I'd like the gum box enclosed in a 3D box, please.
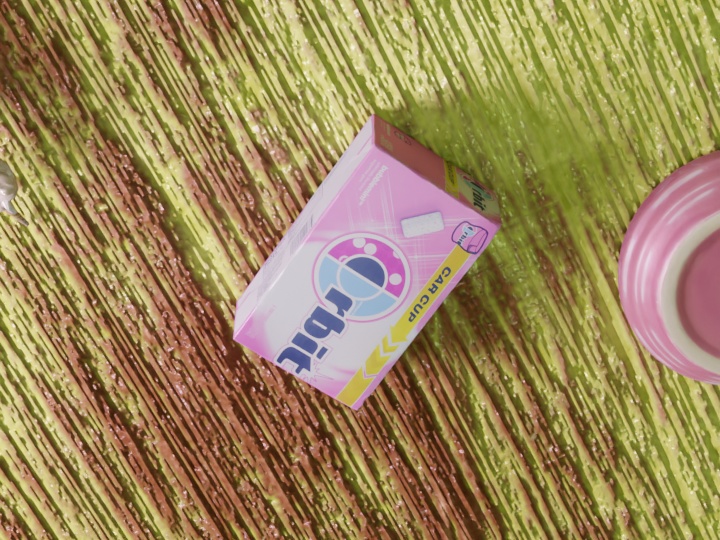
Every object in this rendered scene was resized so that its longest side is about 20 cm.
[{"bbox_3d":[0.000,0.000,1.363,0.113,0.066,0.200,32,111,-14],"label":"gum box"}]

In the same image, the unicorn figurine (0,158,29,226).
[{"bbox_3d":[-0.323,-0.101,1.297,0.137,0.074,0.201,-12,111,-8],"label":"unicorn figurine"}]

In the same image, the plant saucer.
[{"bbox_3d":[0.297,0.005,1.387,0.199,0.051,0.201,0,116,-1],"label":"plant saucer"}]
